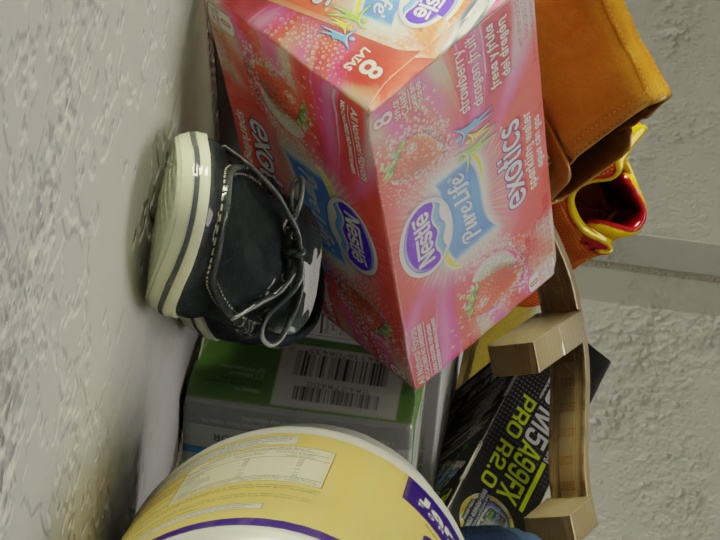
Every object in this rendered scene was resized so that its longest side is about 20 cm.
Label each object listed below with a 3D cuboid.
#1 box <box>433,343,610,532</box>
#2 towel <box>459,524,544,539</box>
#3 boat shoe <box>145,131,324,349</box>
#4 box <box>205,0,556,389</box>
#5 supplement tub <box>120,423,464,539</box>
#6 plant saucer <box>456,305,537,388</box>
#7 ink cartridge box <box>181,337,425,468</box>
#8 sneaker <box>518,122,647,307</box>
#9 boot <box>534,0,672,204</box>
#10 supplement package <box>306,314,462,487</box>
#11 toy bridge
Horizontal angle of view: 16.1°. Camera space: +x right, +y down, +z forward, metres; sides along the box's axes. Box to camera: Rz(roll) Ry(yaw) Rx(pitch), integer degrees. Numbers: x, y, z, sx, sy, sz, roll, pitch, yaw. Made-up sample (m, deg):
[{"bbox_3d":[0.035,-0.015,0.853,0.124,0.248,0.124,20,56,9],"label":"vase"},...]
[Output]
[{"bbox_3d":[0.035,0.129,1.335,0.200,0.044,0.160,-44,-168,48],"label":"box"},{"bbox_3d":[0.002,0.167,1.132,0.200,0.049,0.112,4,116,-43],"label":"towel"},{"bbox_3d":[-0.047,-0.008,1.025,0.200,0.062,0.075,69,30,-78],"label":"boat shoe"},{"bbox_3d":[0.014,-0.056,1.089,0.095,0.103,0.200,-40,150,-20],"label":"box"},{"bbox_3d":[-0.030,0.140,0.942,0.200,0.145,0.146,-62,159,-77],"label":"supplement tub"},{"bbox_3d":[0.063,-0.028,1.494,0.200,0.048,0.200,-108,-157,-45],"label":"plant saucer"},{"bbox_3d":[-0.030,0.127,1.196,0.059,0.103,0.201,-76,172,-55],"label":"ink cartridge box"},{"bbox_3d":[0.103,-0.024,1.296,0.073,0.077,0.200,-56,168,-19],"label":"sneaker"},{"bbox_3d":[0.052,-0.092,1.156,0.201,0.071,0.144,-32,-97,57],"label":"boot"},{"bbox_3d":[0.000,0.000,1.317,0.200,0.110,0.156,-69,166,-67],"label":"supplement package"},{"bbox_3d":[0.087,0.035,1.231,0.067,0.027,0.201,-29,110,-60],"label":"toy bridge"}]
